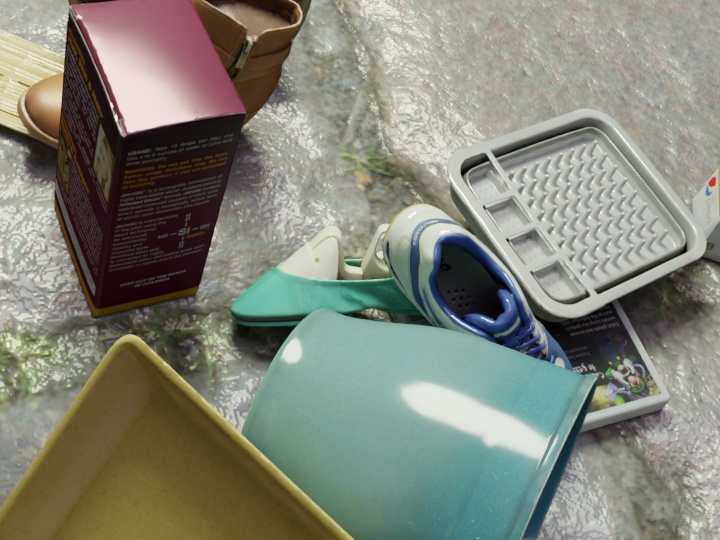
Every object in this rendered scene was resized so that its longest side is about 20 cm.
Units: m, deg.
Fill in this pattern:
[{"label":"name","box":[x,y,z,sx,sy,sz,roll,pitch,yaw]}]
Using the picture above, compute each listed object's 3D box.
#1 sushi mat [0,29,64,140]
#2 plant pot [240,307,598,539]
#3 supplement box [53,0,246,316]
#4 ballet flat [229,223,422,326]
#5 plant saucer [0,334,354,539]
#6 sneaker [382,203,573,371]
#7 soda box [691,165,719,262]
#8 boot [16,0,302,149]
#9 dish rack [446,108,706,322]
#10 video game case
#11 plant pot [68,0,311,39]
[{"label":"sushi mat","box":[-0.277,-0.151,0.914,0.197,0.012,0.097,22,52,-4]},{"label":"plant pot","box":[0.027,0.123,0.729,0.185,0.202,0.201,23,51,15]},{"label":"supplement box","box":[-0.152,-0.075,0.786,0.084,0.201,0.111,-13,60,-27]},{"label":"ballet flat","box":[0.000,0.000,0.849,0.196,0.072,0.067,-2,17,-6]},{"label":"plant saucer","box":[-0.111,0.173,0.669,0.199,0.201,0.048,40,13,11]},{"label":"sneaker","box":[0.090,0.044,0.793,0.075,0.088,0.200,-45,109,-4]},{"label":"soda box","box":[0.403,-0.028,1.034,0.197,0.064,0.069,18,52,-6]},{"label":"boot","box":[-0.149,-0.157,0.857,0.197,0.155,0.075,-9,69,-32]},{"label":"dish rack","box":[0.176,-0.043,0.952,0.198,0.044,0.173,-21,65,-30]},{"label":"video game case","box":[0.127,0.049,0.911,0.197,0.023,0.184,-10,60,-26]},{"label":"plant pot","box":[-0.149,-0.278,0.955,0.196,0.202,0.175,1,38,-18]}]
